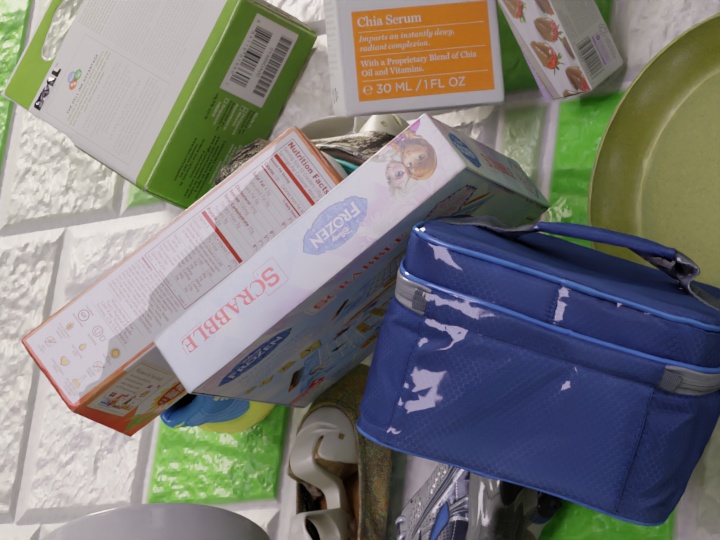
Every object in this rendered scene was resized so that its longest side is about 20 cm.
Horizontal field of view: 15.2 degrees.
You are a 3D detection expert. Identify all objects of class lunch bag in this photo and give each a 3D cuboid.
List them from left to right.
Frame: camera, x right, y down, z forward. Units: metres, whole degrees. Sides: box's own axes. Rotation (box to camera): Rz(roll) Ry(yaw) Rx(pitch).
[{"bbox_3d":[0.110,0.042,1.422,0.200,0.136,0.133,16,101,10],"label":"lunch bag"}]

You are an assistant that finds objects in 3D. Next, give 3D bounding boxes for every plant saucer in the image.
[{"bbox_3d":[0.215,-0.052,1.502,0.200,0.031,0.200,-19,61,38],"label":"plant saucer"}]

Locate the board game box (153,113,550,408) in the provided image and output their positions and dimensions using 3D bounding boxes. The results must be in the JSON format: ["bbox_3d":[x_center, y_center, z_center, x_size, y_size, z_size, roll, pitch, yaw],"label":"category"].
[{"bbox_3d":[0.000,0.000,1.543,0.200,0.199,0.041,-39,75,9],"label":"board game box"}]

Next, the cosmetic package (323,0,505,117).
[{"bbox_3d":[0.027,-0.196,1.632,0.071,0.101,0.200,-150,54,-83],"label":"cosmetic package"}]

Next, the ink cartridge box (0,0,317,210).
[{"bbox_3d":[-0.142,-0.141,1.851,0.200,0.076,0.148,32,96,47],"label":"ink cartridge box"}]

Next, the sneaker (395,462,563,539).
[{"bbox_3d":[0.059,0.167,1.534,0.085,0.077,0.200,-2,61,48],"label":"sneaker"}]

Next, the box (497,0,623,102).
[{"bbox_3d":[0.091,-0.196,1.583,0.039,0.200,0.041,-12,21,45],"label":"box"}]

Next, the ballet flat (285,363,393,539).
[{"bbox_3d":[-0.017,0.141,1.614,0.071,0.071,0.200,-19,60,37],"label":"ballet flat"}]

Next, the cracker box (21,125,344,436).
[{"bbox_3d":[-0.088,0.009,1.564,0.200,0.134,0.058,-37,76,1],"label":"cracker box"}]

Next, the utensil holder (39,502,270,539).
[{"bbox_3d":[-0.119,0.260,1.586,0.170,0.170,0.200,-31,52,31],"label":"utensil holder"}]

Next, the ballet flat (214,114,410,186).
[{"bbox_3d":[-0.010,-0.069,1.708,0.200,0.068,0.075,1,52,46],"label":"ballet flat"}]

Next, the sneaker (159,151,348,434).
[{"bbox_3d":[-0.070,0.022,1.658,0.076,0.105,0.200,32,116,26],"label":"sneaker"}]
